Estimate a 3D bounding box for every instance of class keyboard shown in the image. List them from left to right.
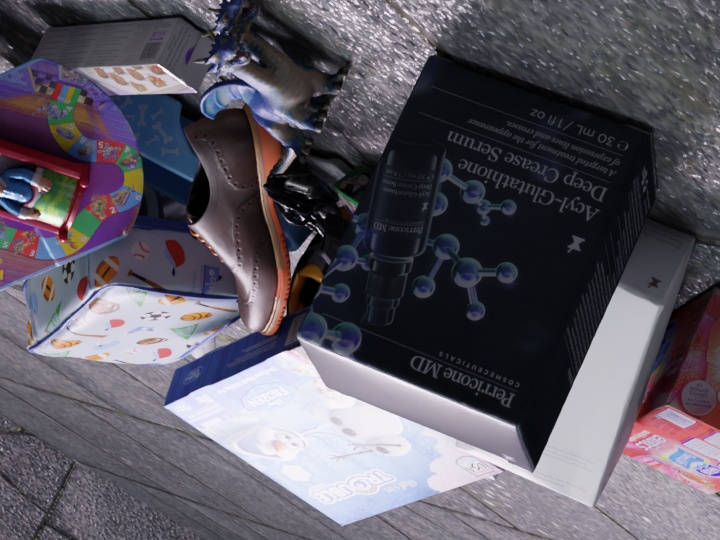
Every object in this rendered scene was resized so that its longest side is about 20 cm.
[{"bbox_3d":[0.023,-0.038,1.707,0.056,0.011,0.200,11,159,46],"label":"keyboard"}]

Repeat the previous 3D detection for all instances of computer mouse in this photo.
[{"bbox_3d":[0.019,0.003,1.519,0.200,0.053,0.138,51,-176,6],"label":"computer mouse"}]

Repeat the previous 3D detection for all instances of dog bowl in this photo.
[{"bbox_3d":[-0.117,-0.077,1.717,0.200,0.050,0.111,27,167,1],"label":"dog bowl"}]

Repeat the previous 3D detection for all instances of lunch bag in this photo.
[{"bbox_3d":[-0.171,0.019,1.755,0.160,0.076,0.200,5,160,-30],"label":"lunch bag"}]

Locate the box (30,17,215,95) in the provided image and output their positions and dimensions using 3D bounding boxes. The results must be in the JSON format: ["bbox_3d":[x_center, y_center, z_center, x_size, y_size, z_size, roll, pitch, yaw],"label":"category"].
[{"bbox_3d":[-0.172,-0.151,1.577,0.039,0.042,0.200,35,163,-32],"label":"box"}]

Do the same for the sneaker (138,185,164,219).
[{"bbox_3d":[-0.238,-0.052,1.822,0.082,0.070,0.200,-1,-178,-31],"label":"sneaker"}]

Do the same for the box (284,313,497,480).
[{"bbox_3d":[0.039,0.075,1.853,0.200,0.125,0.098,18,164,26],"label":"box"}]

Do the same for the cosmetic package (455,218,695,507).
[{"bbox_3d":[0.143,0.051,1.492,0.113,0.081,0.200,24,132,11],"label":"cosmetic package"}]

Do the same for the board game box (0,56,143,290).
[{"bbox_3d":[-0.256,-0.056,1.598,0.039,0.200,0.158,-100,-14,-60],"label":"board game box"}]

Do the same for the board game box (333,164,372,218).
[{"bbox_3d":[0.062,0.024,1.630,0.135,0.029,0.200,35,159,49],"label":"board game box"}]

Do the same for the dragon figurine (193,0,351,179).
[{"bbox_3d":[-0.068,-0.121,1.463,0.099,0.059,0.200,26,165,-3],"label":"dragon figurine"}]

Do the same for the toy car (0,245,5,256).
[{"bbox_3d":[-0.304,-0.128,1.707,0.164,0.158,0.200,17,129,57],"label":"toy car"}]

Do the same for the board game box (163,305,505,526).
[{"bbox_3d":[-0.018,0.116,1.734,0.199,0.043,0.200,35,142,-26],"label":"board game box"}]

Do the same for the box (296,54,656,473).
[{"bbox_3d":[0.074,-0.005,1.347,0.148,0.200,0.107,21,166,16],"label":"box"}]

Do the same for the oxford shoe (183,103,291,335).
[{"bbox_3d":[-0.093,-0.034,1.619,0.071,0.072,0.200,-117,19,-53],"label":"oxford shoe"}]

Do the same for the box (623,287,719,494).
[{"bbox_3d":[0.254,0.091,1.596,0.102,0.095,0.200,26,166,-2],"label":"box"}]

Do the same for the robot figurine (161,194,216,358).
[{"bbox_3d":[-0.168,-0.005,1.938,0.200,0.113,0.170,86,163,-71],"label":"robot figurine"}]

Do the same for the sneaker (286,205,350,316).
[{"bbox_3d":[-0.027,0.045,1.738,0.078,0.077,0.200,21,131,24],"label":"sneaker"}]

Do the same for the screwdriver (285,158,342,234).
[{"bbox_3d":[0.000,0.000,1.664,0.200,0.028,0.029,56,154,-10],"label":"screwdriver"}]
